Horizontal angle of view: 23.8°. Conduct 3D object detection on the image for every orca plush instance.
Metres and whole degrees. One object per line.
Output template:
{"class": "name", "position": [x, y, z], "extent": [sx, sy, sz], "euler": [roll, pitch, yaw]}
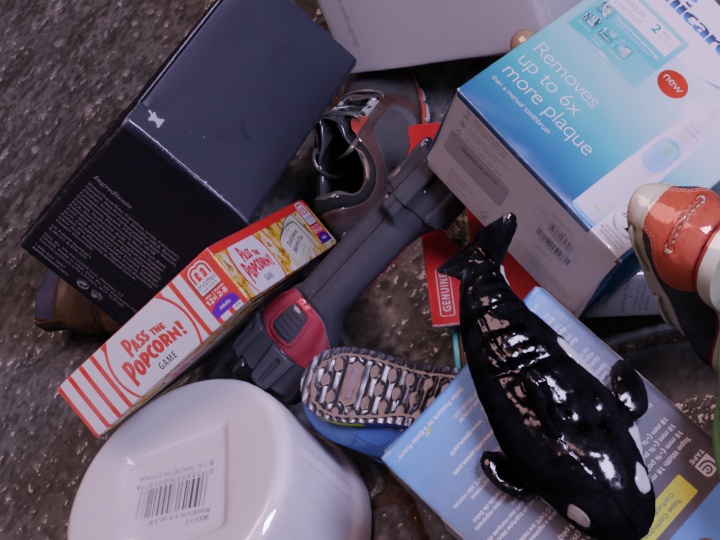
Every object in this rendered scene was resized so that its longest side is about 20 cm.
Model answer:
{"class": "orca plush", "position": [0.109, 0.059, 0.971], "extent": [0.104, 0.071, 0.202], "euler": [-14, 72, 1]}

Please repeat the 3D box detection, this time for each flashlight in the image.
{"class": "flashlight", "position": [0.000, 0.000, 1.149], "extent": [0.200, 0.068, 0.068], "euler": [-47, 27, 15]}

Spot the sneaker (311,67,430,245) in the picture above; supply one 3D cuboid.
{"class": "sneaker", "position": [0.002, -0.106, 1.319], "extent": [0.076, 0.082, 0.202], "euler": [-16, 47, 24]}

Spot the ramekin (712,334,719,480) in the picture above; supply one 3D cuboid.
{"class": "ramekin", "position": [0.286, 0.064, 0.924], "extent": [0.198, 0.098, 0.202], "euler": [-9, 52, 12]}

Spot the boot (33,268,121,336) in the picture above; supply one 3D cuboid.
{"class": "boot", "position": [-0.209, -0.034, 1.415], "extent": [0.096, 0.075, 0.202], "euler": [-7, 53, 27]}

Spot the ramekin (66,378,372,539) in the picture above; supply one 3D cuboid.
{"class": "ramekin", "position": [-0.100, 0.170, 1.142], "extent": [0.199, 0.098, 0.202], "euler": [-19, 45, 20]}

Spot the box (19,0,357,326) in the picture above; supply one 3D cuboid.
{"class": "box", "position": [-0.130, -0.089, 1.287], "extent": [0.200, 0.117, 0.197], "euler": [-40, 15, 49]}

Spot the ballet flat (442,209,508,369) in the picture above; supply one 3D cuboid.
{"class": "ballet flat", "position": [0.085, -0.001, 1.189], "extent": [0.074, 0.068, 0.201], "euler": [-16, 42, 3]}

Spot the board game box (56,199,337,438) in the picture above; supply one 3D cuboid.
{"class": "board game box", "position": [-0.109, 0.029, 1.199], "extent": [0.151, 0.046, 0.200], "euler": [-41, -1, 19]}

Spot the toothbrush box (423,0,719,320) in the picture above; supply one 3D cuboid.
{"class": "toothbrush box", "position": [0.163, -0.089, 1.079], "extent": [0.199, 0.085, 0.147], "euler": [-35, 76, -29]}

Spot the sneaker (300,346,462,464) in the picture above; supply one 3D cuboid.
{"class": "sneaker", "position": [0.057, 0.104, 1.118], "extent": [0.198, 0.079, 0.067], "euler": [14, 67, 20]}

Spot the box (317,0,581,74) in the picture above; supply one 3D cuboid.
{"class": "box", "position": [0.069, -0.283, 1.310], "extent": [0.198, 0.201, 0.172], "euler": [-3, 33, 34]}

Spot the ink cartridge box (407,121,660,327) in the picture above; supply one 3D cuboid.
{"class": "ink cartridge box", "position": [0.126, -0.053, 1.161], "extent": [0.174, 0.045, 0.201], "euler": [-3, 47, -2]}

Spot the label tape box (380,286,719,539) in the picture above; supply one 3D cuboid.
{"class": "label tape box", "position": [0.132, 0.131, 1.018], "extent": [0.200, 0.063, 0.144], "euler": [42, 82, 15]}

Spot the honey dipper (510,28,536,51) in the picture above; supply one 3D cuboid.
{"class": "honey dipper", "position": [0.197, -0.135, 1.184], "extent": [0.198, 0.038, 0.038], "euler": [16, 62, 17]}

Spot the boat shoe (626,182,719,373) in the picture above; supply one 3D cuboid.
{"class": "boat shoe", "position": [0.198, 0.005, 0.993], "extent": [0.062, 0.200, 0.072], "euler": [29, 83, 25]}
